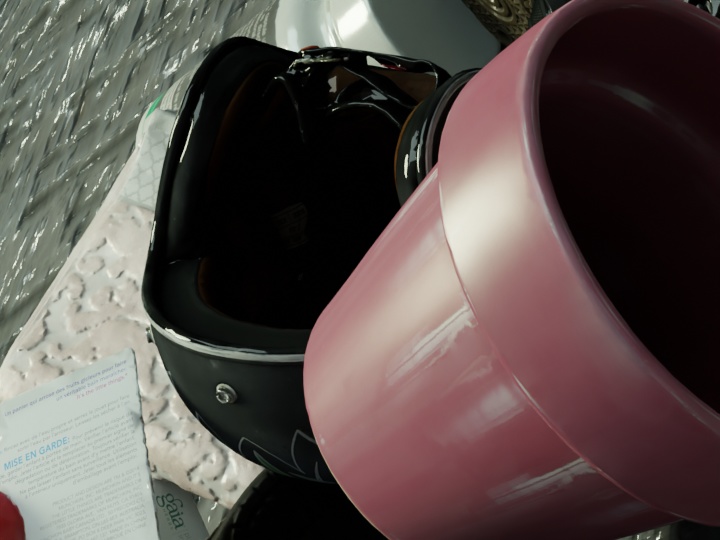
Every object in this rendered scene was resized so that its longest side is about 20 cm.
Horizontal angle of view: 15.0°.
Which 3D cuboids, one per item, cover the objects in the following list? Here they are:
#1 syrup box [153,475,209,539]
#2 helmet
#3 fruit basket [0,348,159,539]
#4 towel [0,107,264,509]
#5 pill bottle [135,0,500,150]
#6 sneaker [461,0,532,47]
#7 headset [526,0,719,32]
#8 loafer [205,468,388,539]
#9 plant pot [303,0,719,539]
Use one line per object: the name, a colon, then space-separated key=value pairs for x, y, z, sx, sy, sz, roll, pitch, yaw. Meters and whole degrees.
syrup box: x=-0.167 y=0.167 z=1.335 sx=0.081 sy=0.200 sz=0.079 roll=-29 pitch=80 yaw=48
helmet: x=0.000 y=0.000 z=1.220 sx=0.200 sy=0.200 sz=0.191 roll=11 pitch=92 yaw=64
fruit basket: x=-0.158 y=0.154 z=1.178 sx=0.185 sy=0.094 sz=0.200 roll=-25 pitch=51 yaw=21
towel: x=-0.065 y=0.020 z=1.379 sx=0.200 sy=0.032 sz=0.191 roll=19 pitch=71 yaw=27
pill bottle: x=-0.024 y=-0.093 z=1.476 sx=0.200 sy=0.113 sz=0.113 roll=-36 pitch=32 yaw=41
sneaker: x=0.118 y=-0.144 z=1.348 sx=0.076 sy=0.070 sz=0.200 roll=-44 pitch=27 yaw=-13
headset: x=0.125 y=-0.112 z=1.167 sx=0.123 sy=0.094 sz=0.200 roll=-3 pitch=37 yaw=20
loafer: x=-0.058 y=0.152 z=1.257 sx=0.200 sy=0.073 sz=0.071 roll=-47 pitch=8 yaw=-30
plant pot: x=0.081 y=0.022 z=1.034 sx=0.179 sy=0.200 sz=0.200 roll=-36 pitch=32 yaw=39
